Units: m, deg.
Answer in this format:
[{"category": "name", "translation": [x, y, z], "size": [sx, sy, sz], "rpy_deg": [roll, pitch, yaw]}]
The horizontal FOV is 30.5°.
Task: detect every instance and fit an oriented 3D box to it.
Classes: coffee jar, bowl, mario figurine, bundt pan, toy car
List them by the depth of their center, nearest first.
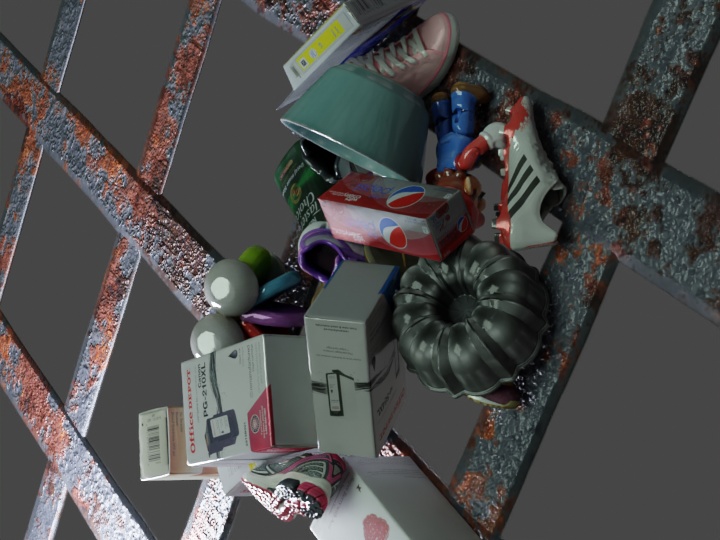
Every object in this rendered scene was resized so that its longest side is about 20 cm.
[{"category": "bundt pan", "translation": [0.122, 0.046, 1.580], "size": [0.200, 0.076, 0.203], "rpy_deg": [-12, 61, 23]}, {"category": "mario figurine", "translation": [0.133, -0.129, 1.680], "size": [0.124, 0.105, 0.202], "rpy_deg": [99, 176, -72]}, {"category": "bowl", "translation": [0.009, -0.193, 1.683], "size": [0.200, 0.200, 0.106], "rpy_deg": [25, 89, 50]}, {"category": "coffee jar", "translation": [-0.047, -0.087, 1.873], "size": [0.104, 0.085, 0.201], "rpy_deg": [-52, 49, 35]}, {"category": "toy car", "translation": [-0.149, 0.068, 1.949], "size": [0.149, 0.175, 0.202], "rpy_deg": [19, 102, 16]}]

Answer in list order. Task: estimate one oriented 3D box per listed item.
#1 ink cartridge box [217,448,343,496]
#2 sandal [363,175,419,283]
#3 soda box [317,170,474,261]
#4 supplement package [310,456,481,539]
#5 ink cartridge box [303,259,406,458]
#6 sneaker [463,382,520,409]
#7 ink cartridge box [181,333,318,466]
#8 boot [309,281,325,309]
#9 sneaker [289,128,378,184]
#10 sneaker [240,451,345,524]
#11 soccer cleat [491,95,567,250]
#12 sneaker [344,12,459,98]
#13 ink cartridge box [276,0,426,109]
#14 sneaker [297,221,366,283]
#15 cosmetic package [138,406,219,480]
[{"category": "ink cartridge box", "translation": [-0.102, 0.209, 1.857], "size": [0.200, 0.146, 0.147], "rpy_deg": [-45, 53, 38]}, {"category": "sandal", "translation": [0.047, -0.059, 1.726], "size": [0.054, 0.080, 0.201], "rpy_deg": [111, 162, -48]}, {"category": "soda box", "translation": [0.041, -0.068, 1.625], "size": [0.199, 0.070, 0.064], "rpy_deg": [14, 135, 47]}, {"category": "supplement package", "translation": [0.048, 0.342, 1.672], "size": [0.200, 0.119, 0.122], "rpy_deg": [44, 118, 44]}, {"category": "ink cartridge box", "translation": [-0.002, 0.110, 1.651], "size": [0.084, 0.146, 0.201], "rpy_deg": [5, 121, 18]}, {"category": "sneaker", "translation": [0.135, 0.092, 1.632], "size": [0.200, 0.075, 0.091], "rpy_deg": [39, 108, 40]}, {"category": "ink cartridge box", "translation": [-0.148, 0.174, 1.734], "size": [0.199, 0.084, 0.146], "rpy_deg": [-20, 70, 48]}, {"category": "boot", "translation": [-0.014, 0.098, 1.797], "size": [0.201, 0.073, 0.076], "rpy_deg": [63, 155, 26]}, {"category": "sneaker", "translation": [-0.045, -0.197, 1.838], "size": [0.078, 0.139, 0.201], "rpy_deg": [-52, 49, 35]}, {"category": "sneaker", "translation": [-0.084, 0.277, 1.715], "size": [0.075, 0.081, 0.199], "rpy_deg": [-52, 21, -27]}, {"category": "soccer cleat", "translation": [0.206, -0.116, 1.580], "size": [0.084, 0.069, 0.201], "rpy_deg": [3, 66, 12]}, {"category": "sneaker", "translation": [0.044, -0.271, 1.767], "size": [0.200, 0.104, 0.076], "rpy_deg": [-47, 49, 37]}, {"category": "ink cartridge box", "translation": [-0.014, -0.314, 1.777], "size": [0.200, 0.197, 0.047], "rpy_deg": [-34, 92, 43]}, {"category": "sneaker", "translation": [0.000, 0.000, 1.740], "size": [0.199, 0.088, 0.081], "rpy_deg": [20, 104, 11]}, {"category": "cosmetic package", "translation": [-0.222, 0.257, 1.961], "size": [0.087, 0.199, 0.104], "rpy_deg": [-18, 73, 48]}]
